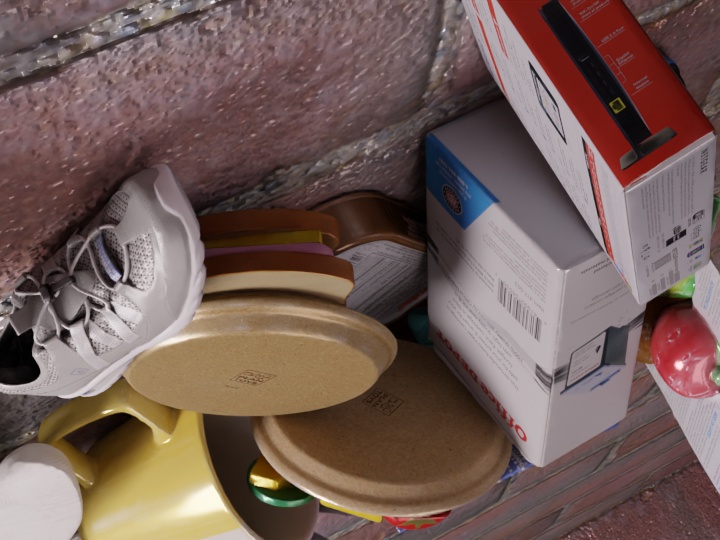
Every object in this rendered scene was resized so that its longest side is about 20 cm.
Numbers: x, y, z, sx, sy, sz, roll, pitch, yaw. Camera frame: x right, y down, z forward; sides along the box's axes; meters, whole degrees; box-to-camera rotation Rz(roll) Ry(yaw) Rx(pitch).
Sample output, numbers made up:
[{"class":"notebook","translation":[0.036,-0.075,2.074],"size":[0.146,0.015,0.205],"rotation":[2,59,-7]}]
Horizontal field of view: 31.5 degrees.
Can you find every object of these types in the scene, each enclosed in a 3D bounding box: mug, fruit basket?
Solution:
[{"class":"mug","translation":[-0.141,0.145,0.951],"size":[0.152,0.188,0.150],"rotation":[-24,-165,23]},{"class":"fruit basket","translation":[0.221,0.028,0.869],"size":[0.093,0.201,0.186],"rotation":[-22,147,-11]}]

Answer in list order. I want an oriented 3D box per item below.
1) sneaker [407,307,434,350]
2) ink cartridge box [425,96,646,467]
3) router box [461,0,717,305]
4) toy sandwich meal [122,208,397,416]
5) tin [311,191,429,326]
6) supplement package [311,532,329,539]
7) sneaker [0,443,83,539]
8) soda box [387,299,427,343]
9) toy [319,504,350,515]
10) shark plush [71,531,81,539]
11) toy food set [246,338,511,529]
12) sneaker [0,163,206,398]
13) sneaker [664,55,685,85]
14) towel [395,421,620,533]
[{"class":"sneaker","translation":[0.120,-0.003,1.006],"size":[0.200,0.080,0.077],"rotation":[-47,-161,-1]},{"class":"ink cartridge box","translation":[0.113,0.009,0.854],"size":[0.085,0.147,0.202],"rotation":[-26,141,-18]},{"class":"router box","translation":[0.113,-0.091,0.660],"size":[0.048,0.181,0.200],"rotation":[-31,160,4]},{"class":"toy sandwich meal","translation":[-0.069,0.032,0.808],"size":[0.201,0.071,0.206],"rotation":[-2,157,-1]},{"class":"tin","translation":[0.000,0.000,0.914],"size":[0.111,0.042,0.199],"rotation":[-34,159,20]},{"class":"supplement package","translation":[-0.067,0.276,1.035],"size":[0.120,0.122,0.199],"rotation":[20,173,-28]},{"class":"sneaker","translation":[-0.243,0.171,0.903],"size":[0.074,0.089,0.202],"rotation":[-6,140,-23]},{"class":"soda box","translation":[0.085,0.062,1.116],"size":[0.198,0.071,0.064],"rotation":[-12,152,-38]},{"class":"toy","translation":[-0.077,0.178,1.096],"size":[0.198,0.048,0.114],"rotation":[-11,155,39]},{"class":"shark plush","translation":[-0.258,0.256,1.152],"size":[0.202,0.090,0.083],"rotation":[-58,172,12]},{"class":"toy food set","translation":[0.013,0.112,0.922],"size":[0.201,0.195,0.049],"rotation":[-59,161,-56]},{"class":"sneaker","translation":[-0.150,0.020,0.700],"size":[0.081,0.075,0.200],"rotation":[-11,152,-42]},{"class":"sneaker","translation":[0.225,-0.095,0.936],"size":[0.070,0.083,0.199],"rotation":[-35,157,15]},{"class":"towel","translation":[0.088,0.127,1.001],"size":[0.198,0.145,0.024],"rotation":[-23,118,-15]}]
